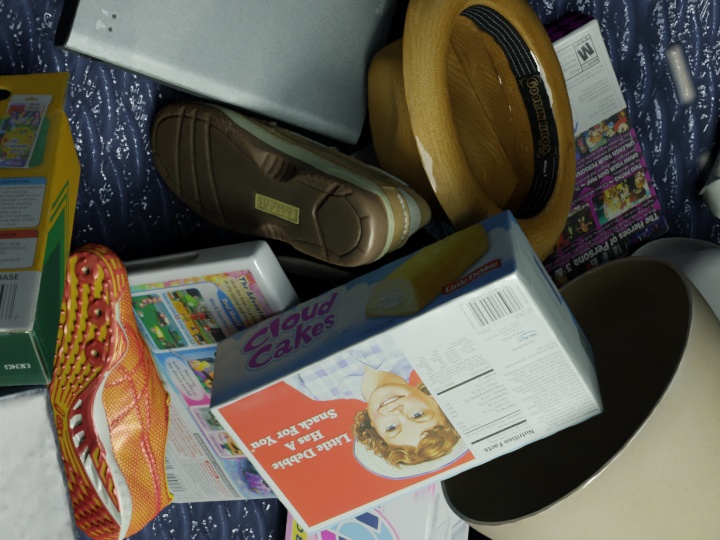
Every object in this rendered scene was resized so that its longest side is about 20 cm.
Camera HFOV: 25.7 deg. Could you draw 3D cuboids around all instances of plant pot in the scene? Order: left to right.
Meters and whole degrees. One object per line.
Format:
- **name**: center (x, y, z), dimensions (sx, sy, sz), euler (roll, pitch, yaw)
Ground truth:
- **plant pot**: center (0.167, 0.111, 0.979), dimensions (0.134, 0.200, 0.200), euler (42, 92, -21)

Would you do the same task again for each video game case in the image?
- **video game case**: center (-0.094, 0.073, 1.023), dimensions (0.182, 0.024, 0.200), euler (-8, 125, 31)
- **video game case**: center (0.104, -0.057, 1.111), dimensions (0.200, 0.036, 0.181), euler (-30, 119, -8)

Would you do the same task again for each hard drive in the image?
- **hard drive**: center (-0.073, -0.172, 0.971), dimensions (0.200, 0.033, 0.140), euler (17, 87, -28)

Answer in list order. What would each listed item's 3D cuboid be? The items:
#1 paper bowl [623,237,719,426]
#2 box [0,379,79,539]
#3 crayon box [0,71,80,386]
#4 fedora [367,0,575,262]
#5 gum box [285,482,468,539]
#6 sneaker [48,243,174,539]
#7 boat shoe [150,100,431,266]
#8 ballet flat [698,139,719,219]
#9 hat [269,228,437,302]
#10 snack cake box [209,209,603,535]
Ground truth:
- **paper bowl**: center (0.257, 0.065, 1.123), dimensions (0.200, 0.201, 0.104), euler (8, 145, -25)
- **box**: center (-0.242, 0.126, 0.952), dimensions (0.117, 0.197, 0.200), euler (-13, 116, -16)
- **crayon box**: center (-0.230, -0.025, 0.893), dimensions (0.126, 0.200, 0.052), euler (-3, 139, 2)
- **fedora**: center (0.062, -0.092, 0.995), dimensions (0.201, 0.082, 0.201), euler (16, 70, -51)
- **gum box**: center (0.012, 0.175, 1.107), dimensions (0.066, 0.113, 0.200), euler (-33, 137, -48)
- **sneaker**: center (-0.159, 0.073, 0.995), dimensions (0.077, 0.073, 0.200), euler (-36, 133, -52)
- **boat shoe**: center (-0.044, -0.056, 0.976), dimensions (0.076, 0.200, 0.072), euler (-19, 128, -45)
- **ballet flat**: center (0.299, -0.043, 1.184), dimensions (0.068, 0.068, 0.200), euler (-28, 119, 0)
- **hat**: center (0.000, 0.000, 1.028), dimensions (0.201, 0.201, 0.081), euler (29, 73, -30)
- **snack cake box**: center (0.026, 0.063, 0.925), dimensions (0.200, 0.067, 0.115), euler (-25, 121, 16)
